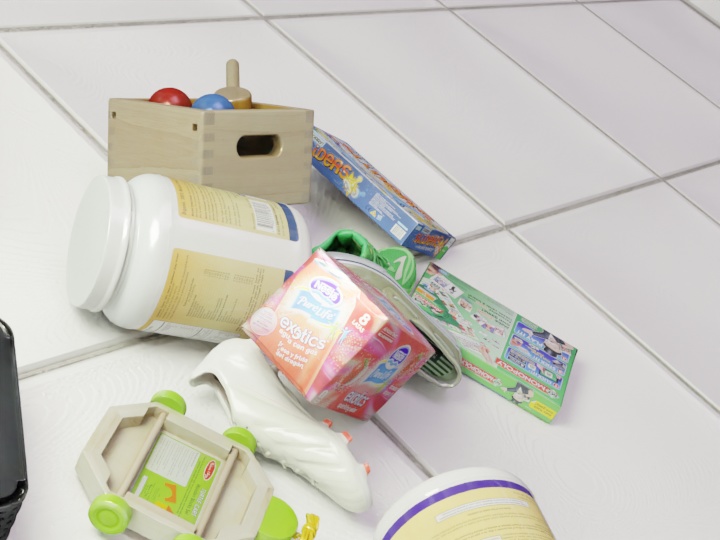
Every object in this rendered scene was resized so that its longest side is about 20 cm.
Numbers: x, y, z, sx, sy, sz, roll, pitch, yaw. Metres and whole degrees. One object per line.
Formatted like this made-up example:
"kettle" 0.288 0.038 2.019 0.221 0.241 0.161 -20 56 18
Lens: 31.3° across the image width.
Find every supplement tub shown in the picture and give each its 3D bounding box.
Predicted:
"supplement tub" 0.104 0.271 1.007 0.145 0.146 0.200 10 35 -30
"supplement tub" -0.161 -0.009 1.202 0.199 0.145 0.145 12 34 -27

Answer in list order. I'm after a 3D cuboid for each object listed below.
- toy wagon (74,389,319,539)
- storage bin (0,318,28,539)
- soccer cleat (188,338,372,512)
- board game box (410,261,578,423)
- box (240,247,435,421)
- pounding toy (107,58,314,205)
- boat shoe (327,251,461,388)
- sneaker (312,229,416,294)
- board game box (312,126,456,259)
"toy wagon" -0.130 0.181 1.049 0.199 0.040 0.155 28 31 -4
"storage bin" -0.323 0.119 0.926 0.135 0.094 0.200 11 36 -28
"soccer cleat" -0.070 0.146 1.138 0.077 0.069 0.200 -35 71 -27
"board game box" 0.142 0.078 1.442 0.200 0.029 0.135 31 31 2
"box" -0.014 0.063 1.172 0.095 0.103 0.200 45 2 18
"pounding toy" -0.153 -0.150 1.378 0.184 0.143 0.200 13 15 41
"boat shoe" 0.031 0.050 1.312 0.200 0.072 0.062 33 10 -20
"sneaker" 0.000 0.000 1.383 0.074 0.084 0.200 45 33 25
"board game box" 0.014 -0.095 1.540 0.200 0.035 0.135 43 10 21
